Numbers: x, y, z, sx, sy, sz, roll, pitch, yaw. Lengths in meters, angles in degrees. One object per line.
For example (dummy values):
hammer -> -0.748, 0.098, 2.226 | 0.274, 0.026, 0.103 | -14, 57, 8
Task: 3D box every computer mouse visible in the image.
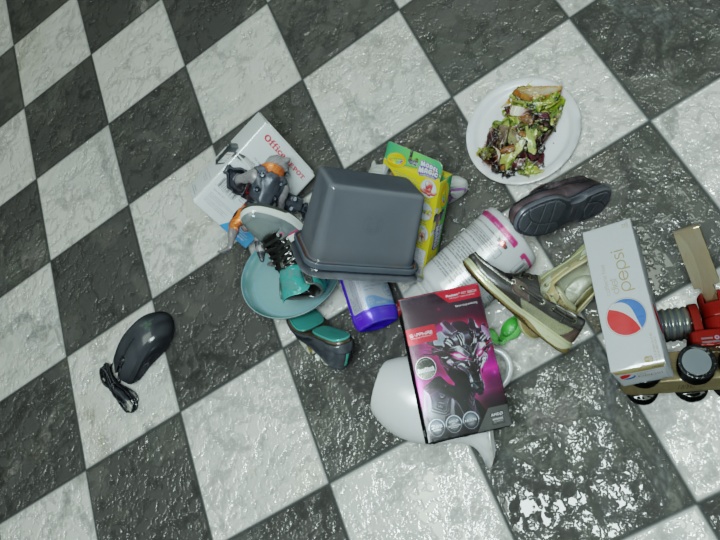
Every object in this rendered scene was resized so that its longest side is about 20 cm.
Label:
computer mouse -> -0.453, 0.169, 1.196 | 0.137, 0.053, 0.202 | 36, 90, 29

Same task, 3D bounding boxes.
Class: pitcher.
pitcher -> 0.125, 0.183, 0.907 | 0.194, 0.121, 0.177 | 15, 80, 17

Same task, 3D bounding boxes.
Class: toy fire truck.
toy fire truck -> 0.435, 0.062, 0.818 | 0.171, 0.129, 0.206 | -9, 58, 21

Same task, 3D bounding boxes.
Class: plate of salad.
plate of salad -> 0.275, -0.246, 1.018 | 0.194, 0.048, 0.207 | -7, 71, 21

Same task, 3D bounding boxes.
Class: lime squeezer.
lime squeezer -> 0.211, 0.085, 0.918 | 0.196, 0.072, 0.038 | -27, 33, -15

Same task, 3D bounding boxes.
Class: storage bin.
storage bin -> 0.002, -0.079, 0.917 | 0.146, 0.194, 0.138 | -121, 41, -56

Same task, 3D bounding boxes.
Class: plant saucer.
plant saucer -> -0.123, 0.007, 1.091 | 0.193, 0.028, 0.205 | -9, 53, 11

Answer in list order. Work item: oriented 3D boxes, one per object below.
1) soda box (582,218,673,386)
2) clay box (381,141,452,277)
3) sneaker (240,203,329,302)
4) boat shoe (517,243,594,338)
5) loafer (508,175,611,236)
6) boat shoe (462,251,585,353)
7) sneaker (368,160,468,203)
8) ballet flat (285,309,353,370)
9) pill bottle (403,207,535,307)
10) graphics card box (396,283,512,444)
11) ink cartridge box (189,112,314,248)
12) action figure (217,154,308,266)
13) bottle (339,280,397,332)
soda box -> 0.350, 0.041, 0.785 | 0.067, 0.063, 0.206 | -18, 58, 30
clay box -> 0.085, -0.105, 0.987 | 0.113, 0.047, 0.205 | 28, 127, 29
sneaker -> -0.122, -0.014, 0.977 | 0.082, 0.198, 0.124 | -27, 45, 36
boat shoe -> 0.319, 0.025, 0.891 | 0.199, 0.063, 0.074 | -40, 95, 2
loafer -> 0.297, -0.105, 0.914 | 0.195, 0.073, 0.063 | -14, 47, -26
boat shoe -> 0.235, 0.033, 0.855 | 0.198, 0.073, 0.065 | 39, 98, -4
sneaker -> 0.095, -0.165, 1.054 | 0.194, 0.075, 0.103 | 2, 75, 24
ballet flat -> -0.074, 0.119, 1.027 | 0.198, 0.072, 0.075 | 24, 82, 55
pill bottle -> 0.169, 0.008, 0.945 | 0.199, 0.113, 0.114 | -41, 62, 5
graphics card box -> 0.129, 0.130, 0.841 | 0.121, 0.051, 0.207 | -10, 76, -2
ink cartridge box -> -0.207, -0.172, 1.139 | 0.200, 0.145, 0.084 | -44, 35, 4
action figure -> -0.154, -0.109, 1.065 | 0.104, 0.195, 0.200 | 5, 82, 62
bottle -> 0.000, 0.000, 1.024 | 0.065, 0.082, 0.206 | -33, 68, 42
